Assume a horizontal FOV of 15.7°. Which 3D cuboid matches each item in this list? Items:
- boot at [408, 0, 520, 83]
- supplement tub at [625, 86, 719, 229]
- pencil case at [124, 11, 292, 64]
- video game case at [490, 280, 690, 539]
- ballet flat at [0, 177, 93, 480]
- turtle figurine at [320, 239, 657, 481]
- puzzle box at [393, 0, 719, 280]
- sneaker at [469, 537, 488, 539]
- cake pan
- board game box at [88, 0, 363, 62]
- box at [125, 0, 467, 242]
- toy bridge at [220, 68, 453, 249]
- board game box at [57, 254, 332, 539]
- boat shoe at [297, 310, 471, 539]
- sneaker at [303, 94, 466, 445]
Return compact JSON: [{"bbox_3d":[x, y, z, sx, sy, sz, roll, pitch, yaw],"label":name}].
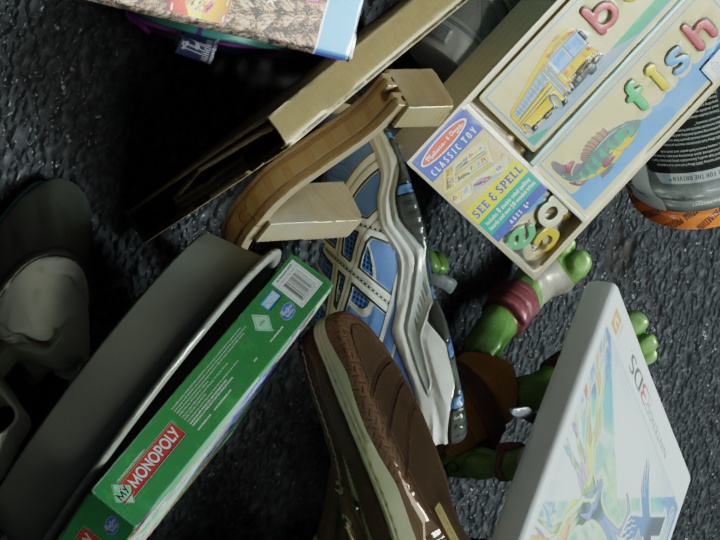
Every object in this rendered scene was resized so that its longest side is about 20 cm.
[{"bbox_3d":[0.105,-0.110,1.507,0.096,0.073,0.200,-51,140,-12],"label":"boot"},{"bbox_3d":[0.194,-0.130,1.576,0.123,0.122,0.200,-44,137,-30],"label":"supplement tub"},{"bbox_3d":[-0.057,-0.201,1.242,0.092,0.085,0.201,11,99,-15],"label":"pencil case"},{"bbox_3d":[0.130,0.140,1.453,0.200,0.022,0.183,-66,146,-34],"label":"video game case"},{"bbox_3d":[-0.168,0.051,1.232,0.068,0.068,0.200,42,72,-47],"label":"ballet flat"},{"bbox_3d":[0.088,0.046,1.504,0.194,0.144,0.201,-34,136,-38],"label":"turtle figurine"},{"bbox_3d":[0.124,-0.103,1.451,0.200,0.025,0.133,-47,130,4],"label":"puzzle box"},{"bbox_3d":[0.044,0.185,1.524,0.081,0.086,0.200,69,18,5],"label":"sneaker"},{"bbox_3d":[-0.112,0.060,1.257,0.200,0.037,0.200,-53,178,-3],"label":"cake pan"},{"bbox_3d":[-0.089,-0.194,1.126,0.199,0.097,0.160,12,99,-27],"label":"board game box"},{"bbox_3d":[-0.015,-0.096,1.307,0.200,0.163,0.021,-42,97,-33],"label":"box"},{"bbox_3d":[-0.033,-0.030,1.319,0.067,0.027,0.200,-5,148,-41],"label":"toy bridge"},{"bbox_3d":[-0.094,0.092,1.262,0.135,0.029,0.200,-54,178,43],"label":"board game box"},{"bbox_3d":[0.005,0.124,1.314,0.203,0.075,0.075,66,19,1],"label":"boat shoe"},{"bbox_3d":[0.000,0.000,1.380,0.076,0.077,0.201,73,4,-73],"label":"sneaker"}]
